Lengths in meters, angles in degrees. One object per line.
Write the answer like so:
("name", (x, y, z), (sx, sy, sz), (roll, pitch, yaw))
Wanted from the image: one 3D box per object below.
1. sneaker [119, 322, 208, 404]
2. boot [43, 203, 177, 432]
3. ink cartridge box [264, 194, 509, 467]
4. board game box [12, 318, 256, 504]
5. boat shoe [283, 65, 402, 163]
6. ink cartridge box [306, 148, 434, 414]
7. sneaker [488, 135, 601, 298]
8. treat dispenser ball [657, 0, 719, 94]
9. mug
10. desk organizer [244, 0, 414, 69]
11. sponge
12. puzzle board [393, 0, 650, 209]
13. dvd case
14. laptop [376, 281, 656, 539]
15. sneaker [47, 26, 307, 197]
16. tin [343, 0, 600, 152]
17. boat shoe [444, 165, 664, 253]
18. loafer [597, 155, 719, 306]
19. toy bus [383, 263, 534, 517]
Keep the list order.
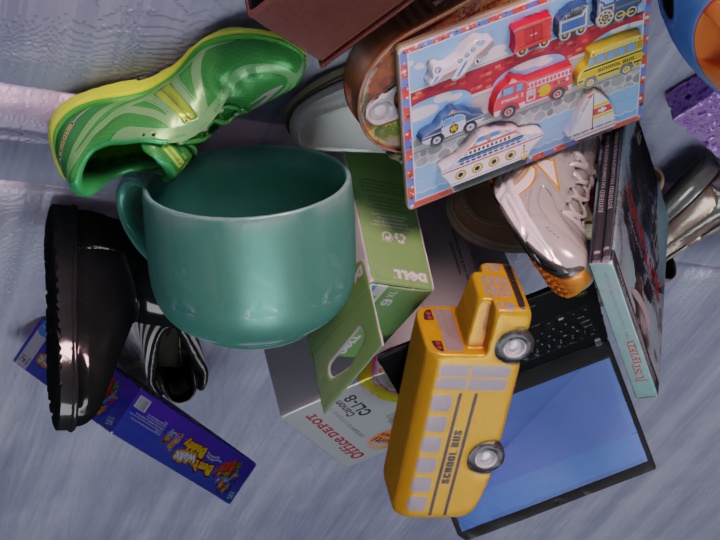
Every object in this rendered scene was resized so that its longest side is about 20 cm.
("sneaker", (-0.172, 0.073, 1.504), (0.075, 0.116, 0.201), (-8, 151, -10))
("boot", (-0.158, 0.031, 1.375), (0.161, 0.199, 0.073), (4, 148, -17))
("ink cartridge box", (0.029, 0.051, 1.525), (0.199, 0.145, 0.145), (-23, 149, 14))
("board game box", (-0.193, 0.124, 1.565), (0.045, 0.134, 0.200), (-55, 145, -6))
("boat shoe", (0.044, -0.115, 1.338), (0.199, 0.069, 0.075), (-11, 149, -5))
("ink cartridge box", (0.000, 0.000, 1.376), (0.059, 0.201, 0.104), (8, 143, -29))
("sneaker", (0.147, -0.066, 1.353), (0.092, 0.200, 0.076), (-30, 132, 7))
("treat dispenser ball", (0.293, -0.200, 1.176), (0.200, 0.202, 0.201), (-11, 149, -6))
("mug", (-0.084, -0.017, 1.311), (0.151, 0.185, 0.115), (-11, 114, -18))
("desk organizer", (0.017, -0.223, 1.150), (0.200, 0.072, 0.077), (-33, 142, 28))
("sponge", (0.345, -0.124, 1.486), (0.111, 0.030, 0.200), (-30, 145, 25))
("puzzle board", (0.119, -0.130, 1.276), (0.199, 0.017, 0.151), (-21, 138, -14))
("dvd case", (0.208, -0.024, 1.376), (0.022, 0.201, 0.146), (-7, 131, 21))
("laptop", (0.128, 0.112, 1.427), (0.176, 0.104, 0.200), (-22, 152, 3))
("sneaker", (-0.124, -0.105, 1.269), (0.199, 0.084, 0.074), (-23, 148, 12))
("tin", (0.080, -0.158, 1.262), (0.199, 0.042, 0.112), (-29, 135, -6))
("boat shoe", (0.163, -0.064, 1.475), (0.199, 0.074, 0.069), (-7, 147, -31))
("loafer", (0.262, -0.016, 1.572), (0.063, 0.072, 0.200), (40, 131, 0))
("toy bus", (0.073, 0.092, 1.354), (0.078, 0.065, 0.201), (2, 125, -12))
